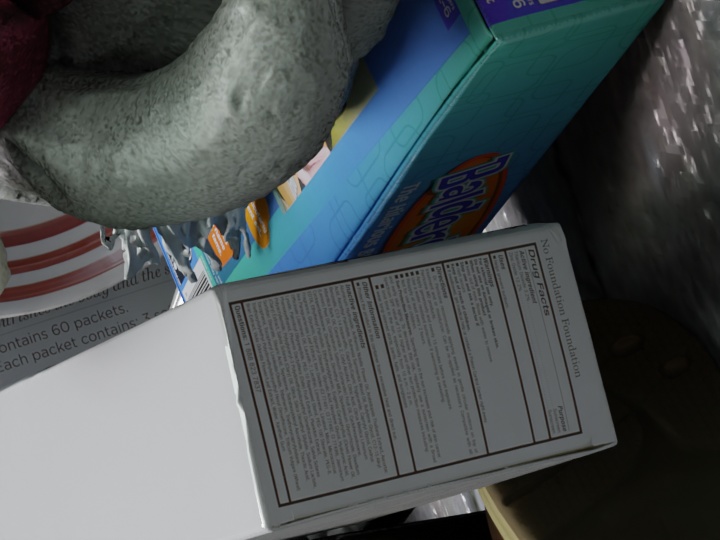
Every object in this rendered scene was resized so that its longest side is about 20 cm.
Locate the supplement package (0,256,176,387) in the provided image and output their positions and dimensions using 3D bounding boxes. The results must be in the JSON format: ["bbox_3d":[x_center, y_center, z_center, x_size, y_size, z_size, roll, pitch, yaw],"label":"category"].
[{"bbox_3d":[-0.117,-0.049,0.904,0.201,0.151,0.151,68,153,9],"label":"supplement package"}]

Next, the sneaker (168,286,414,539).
[{"bbox_3d":[0.000,0.000,0.760,0.099,0.071,0.201,30,129,18],"label":"sneaker"}]

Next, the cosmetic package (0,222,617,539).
[{"bbox_3d":[-0.035,0.038,0.578,0.200,0.082,0.051,-24,77,58],"label":"cosmetic package"}]

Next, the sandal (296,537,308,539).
[{"bbox_3d":[-0.029,0.024,1.002,0.076,0.043,0.202,39,139,55],"label":"sandal"}]

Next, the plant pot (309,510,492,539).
[{"bbox_3d":[-0.008,0.160,0.648,0.199,0.177,0.201,0,-121,-57],"label":"plant pot"}]

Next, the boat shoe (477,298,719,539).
[{"bbox_3d":[0.077,0.099,0.547,0.068,0.071,0.201,75,175,-52],"label":"boat shoe"}]

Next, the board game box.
[{"bbox_3d":[-0.015,-0.073,0.609,0.153,0.045,0.200,66,155,16],"label":"board game box"}]

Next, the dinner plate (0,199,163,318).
[{"bbox_3d":[-0.119,-0.083,0.803,0.024,0.199,0.201,111,137,-78],"label":"dinner plate"}]

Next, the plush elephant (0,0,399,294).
[{"bbox_3d":[-0.085,-0.060,0.524,0.165,0.154,0.201,55,147,34],"label":"plush elephant"}]
